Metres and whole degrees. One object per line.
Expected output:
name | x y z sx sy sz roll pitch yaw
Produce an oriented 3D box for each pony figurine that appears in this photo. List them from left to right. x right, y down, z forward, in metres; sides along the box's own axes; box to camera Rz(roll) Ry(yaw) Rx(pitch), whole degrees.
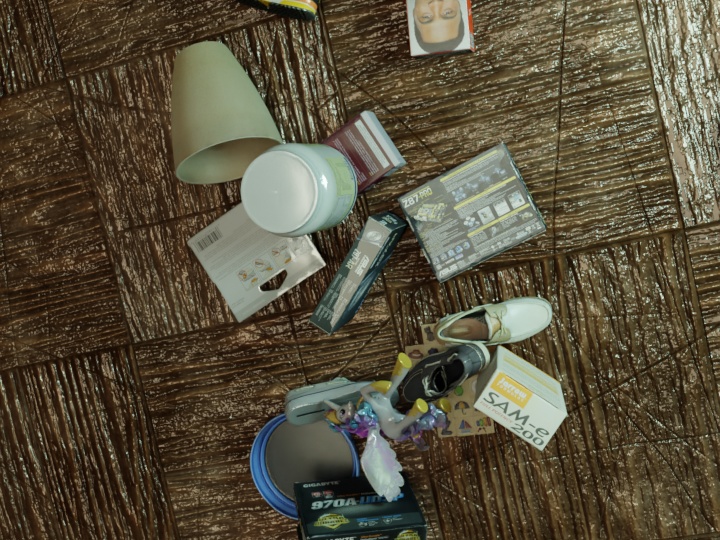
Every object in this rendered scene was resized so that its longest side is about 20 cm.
pony figurine | 0.050 0.251 1.583 0.193 0.167 0.200 47 128 -7

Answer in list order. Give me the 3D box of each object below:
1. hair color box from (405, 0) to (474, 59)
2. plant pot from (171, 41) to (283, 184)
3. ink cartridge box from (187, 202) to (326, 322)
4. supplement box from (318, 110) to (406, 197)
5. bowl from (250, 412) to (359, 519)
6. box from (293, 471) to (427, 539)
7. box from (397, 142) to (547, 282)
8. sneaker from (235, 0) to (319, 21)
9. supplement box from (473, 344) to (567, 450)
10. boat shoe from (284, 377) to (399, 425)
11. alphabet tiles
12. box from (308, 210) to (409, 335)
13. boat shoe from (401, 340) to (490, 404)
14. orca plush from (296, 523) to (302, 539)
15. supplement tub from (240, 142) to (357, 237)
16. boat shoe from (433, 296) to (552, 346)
hair color box | 0.125 -0.450 1.556 0.101 0.061 0.201 -5 96 13
plant pot | -0.242 -0.274 1.620 0.187 0.187 0.201 -19 78 15
ink cartridge box | -0.177 -0.034 1.689 0.200 0.044 0.174 -33 89 15
supplement box | -0.036 -0.168 1.629 0.200 0.061 0.109 -34 88 15
bowl | -0.096 0.343 1.718 0.200 0.039 0.201 2 97 14
box | -0.004 0.406 1.605 0.199 0.159 0.046 -3 112 -10
box | 0.183 -0.094 1.592 0.200 0.049 0.162 -28 91 15
sneaker | -0.156 -0.490 1.623 0.199 0.070 0.090 21 86 10
supplement box | 0.251 0.197 1.528 0.126 0.200 0.074 33 100 5
boat shoe | -0.035 0.213 1.669 0.199 0.067 0.074 -6 127 -9
alphabet tiles | 0.167 0.185 1.652 0.166 0.006 0.201 -8 95 15
box | 0.000 0.000 1.590 0.043 0.160 0.200 32 102 8
boat shoe | 0.125 0.175 1.594 0.200 0.063 0.073 -35 81 43
orca plush | -0.015 0.467 1.677 0.199 0.071 0.105 1 136 1
supplement tub | -0.096 -0.127 1.514 0.144 0.200 0.146 2 97 15
boat shoe | 0.220 0.091 1.590 0.199 0.068 0.075 -15 88 8
